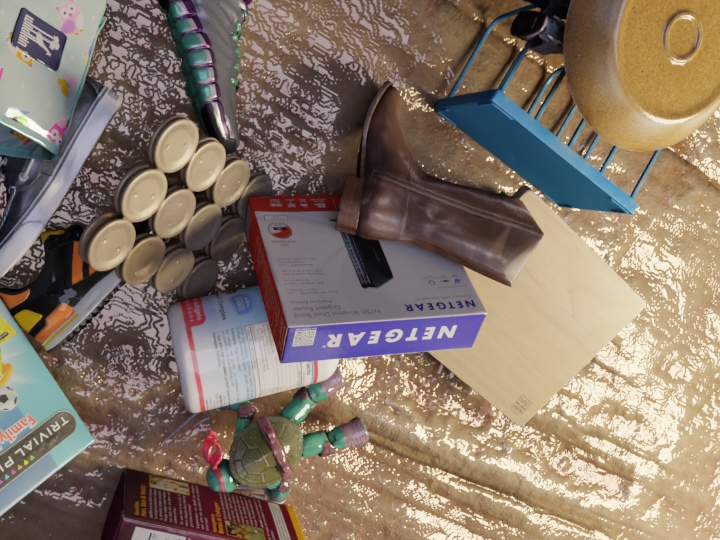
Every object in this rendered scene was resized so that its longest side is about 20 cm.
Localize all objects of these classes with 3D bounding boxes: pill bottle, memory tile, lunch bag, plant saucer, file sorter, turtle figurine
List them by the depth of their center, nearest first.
[{"bbox_3d":[-0.324,-0.198,0.670,0.197,0.122,0.174,16,74,-18],"label":"lunch bag"},{"bbox_3d":[0.270,-0.203,0.701,0.197,0.035,0.204,-6,107,-20],"label":"plant saucer"},{"bbox_3d":[-0.163,-0.049,0.748,0.017,0.200,0.155,32,90,22],"label":"memory tile"},{"bbox_3d":[-0.089,0.068,0.814,0.196,0.109,0.111,-12,103,-15],"label":"pill bottle"},{"bbox_3d":[-0.096,0.184,0.844,0.197,0.100,0.152,-24,106,-17],"label":"turtle figurine"},{"bbox_3d":[0.208,-0.167,0.847,0.198,0.139,0.124,33,87,-19],"label":"file sorter"}]

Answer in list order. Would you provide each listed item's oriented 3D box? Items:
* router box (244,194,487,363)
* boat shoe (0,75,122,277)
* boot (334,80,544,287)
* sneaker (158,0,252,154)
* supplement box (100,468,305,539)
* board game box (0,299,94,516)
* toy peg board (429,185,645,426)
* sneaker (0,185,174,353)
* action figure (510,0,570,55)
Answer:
[{"bbox_3d":[0.000,0.000,0.787,0.196,0.181,0.049,-3,134,-21],"label":"router box"},{"bbox_3d":[-0.299,-0.093,0.741,0.067,0.072,0.202,32,87,-21],"label":"boat shoe"},{"bbox_3d":[0.089,-0.089,0.805,0.196,0.064,0.189,15,67,3],"label":"boot"},{"bbox_3d":[-0.132,-0.218,0.770,0.086,0.074,0.203,-20,104,-17],"label":"sneaker"},{"bbox_3d":[-0.162,0.286,0.831,0.197,0.110,0.087,19,95,-18],"label":"supplement box"},{"bbox_3d":[-0.357,0.118,0.719,0.151,0.047,0.202,-40,102,-44],"label":"board game box"},{"bbox_3d":[0.172,0.030,0.908,0.199,0.098,0.199,39,103,-18],"label":"toy peg board"},{"bbox_3d":[-0.256,-0.021,0.769,0.090,0.070,0.201,42,83,-10],"label":"sneaker"},{"bbox_3d":[0.231,-0.197,0.748,0.198,0.069,0.132,24,81,-23],"label":"action figure"}]
